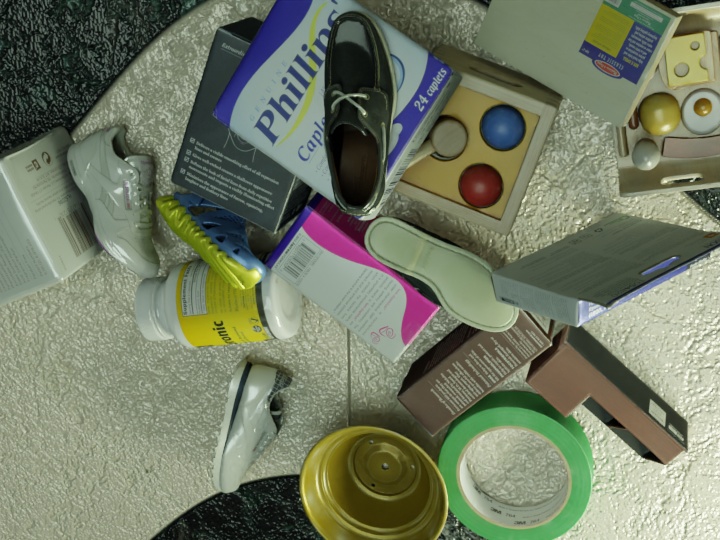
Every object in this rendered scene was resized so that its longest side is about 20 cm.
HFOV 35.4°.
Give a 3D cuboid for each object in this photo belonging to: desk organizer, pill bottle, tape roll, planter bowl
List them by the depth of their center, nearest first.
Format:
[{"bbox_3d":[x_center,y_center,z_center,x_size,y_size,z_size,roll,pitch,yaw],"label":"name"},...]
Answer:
[{"bbox_3d":[0.302,0.161,1.380,0.200,0.072,0.077,41,117,-3],"label":"desk organizer"},{"bbox_3d":[-0.182,0.040,1.441,0.197,0.111,0.113,-6,109,18],"label":"pill bottle"},{"bbox_3d":[0.200,0.256,1.454,0.197,0.048,0.203,5,111,13],"label":"tape roll"},{"bbox_3d":[0.025,0.276,1.489,0.197,0.084,0.203,5,112,14],"label":"planter bowl"}]

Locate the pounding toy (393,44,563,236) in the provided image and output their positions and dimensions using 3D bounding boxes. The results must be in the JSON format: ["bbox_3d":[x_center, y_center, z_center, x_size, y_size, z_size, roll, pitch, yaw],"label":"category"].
[{"bbox_3d":[0.102,-0.140,1.280,0.198,0.142,0.186,22,114,6],"label":"pounding toy"}]

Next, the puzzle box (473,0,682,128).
[{"bbox_3d":[0.233,-0.262,1.230,0.199,0.025,0.134,34,120,18],"label":"puzzle box"}]

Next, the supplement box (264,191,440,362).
[{"bbox_3d":[0.000,0.000,1.377,0.199,0.104,0.101,38,117,-3],"label":"supplement box"}]

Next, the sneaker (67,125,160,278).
[{"bbox_3d":[-0.297,-0.089,1.428,0.099,0.075,0.202,-28,86,17],"label":"sneaker"}]

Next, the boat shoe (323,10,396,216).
[{"bbox_3d":[-0.003,-0.155,1.106,0.071,0.068,0.203,0,93,10],"label":"boat shoe"}]

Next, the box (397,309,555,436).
[{"bbox_3d":[0.144,0.104,1.384,0.199,0.100,0.075,-39,97,24],"label":"box"}]

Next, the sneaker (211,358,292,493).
[{"bbox_3d":[-0.149,0.220,1.524,0.079,0.077,0.202,14,115,-1],"label":"sneaker"}]

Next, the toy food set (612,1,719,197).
[{"bbox_3d":[0.344,-0.187,1.242,0.141,0.060,0.203,-6,109,17],"label":"toy food set"}]

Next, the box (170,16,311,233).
[{"bbox_3d":[-0.116,-0.174,1.341,0.147,0.107,0.202,26,115,8],"label":"box"}]

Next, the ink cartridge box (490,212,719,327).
[{"bbox_3d":[0.274,0.000,1.213,0.198,0.199,0.041,-24,109,-23],"label":"ink cartridge box"}]

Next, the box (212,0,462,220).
[{"bbox_3d":[-0.024,-0.184,1.193,0.199,0.105,0.185,34,101,6],"label":"box"}]

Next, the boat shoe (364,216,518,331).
[{"bbox_3d":[0.094,0.001,1.305,0.197,0.066,0.075,27,98,0],"label":"boat shoe"}]

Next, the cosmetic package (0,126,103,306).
[{"bbox_3d":[-0.457,-0.057,1.446,0.198,0.168,0.168,-20,105,20],"label":"cosmetic package"}]

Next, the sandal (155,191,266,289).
[{"bbox_3d":[-0.173,-0.054,1.385,0.200,0.087,0.080,43,165,36],"label":"sandal"}]
